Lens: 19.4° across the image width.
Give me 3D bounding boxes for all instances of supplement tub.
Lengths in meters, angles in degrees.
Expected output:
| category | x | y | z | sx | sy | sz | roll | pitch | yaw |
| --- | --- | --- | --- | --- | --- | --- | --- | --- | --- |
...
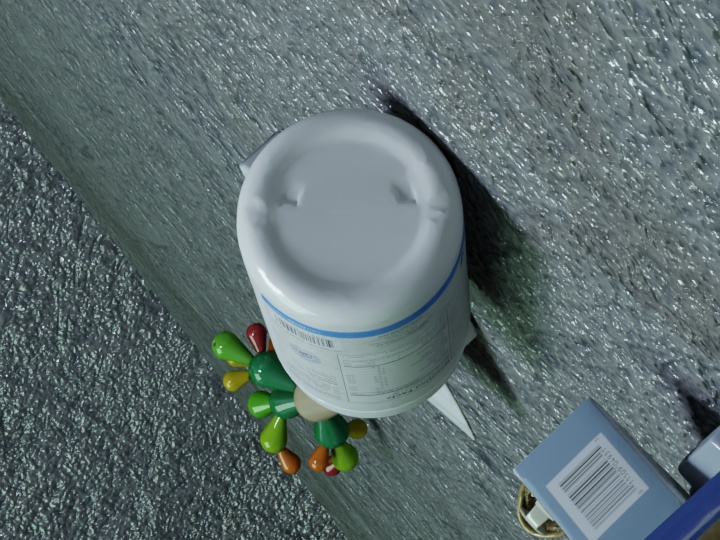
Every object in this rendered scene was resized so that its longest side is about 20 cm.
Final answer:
| category | x | y | z | sx | sy | sz | roll | pitch | yaw |
| --- | --- | --- | --- | --- | --- | --- | --- | --- | --- |
| supplement tub | 0.000 | 0.000 | 1.253 | 0.132 | 0.132 | 0.200 | 46 | 170 | 17 |

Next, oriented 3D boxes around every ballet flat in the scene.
| category | x | y | z | sx | sy | sz | roll | pitch | yaw |
| --- | --- | --- | --- | --- | --- | --- | --- | --- | --- |
| ballet flat | 0.138 | 0.145 | 1.372 | 0.069 | 0.063 | 0.200 | 47 | 169 | 10 |

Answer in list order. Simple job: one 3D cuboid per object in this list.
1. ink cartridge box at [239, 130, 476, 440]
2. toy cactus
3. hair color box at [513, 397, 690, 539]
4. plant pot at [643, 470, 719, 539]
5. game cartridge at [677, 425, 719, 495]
| category | x | y | z | sx | sy | sz | roll | pitch | yaw |
| --- | --- | --- | --- | --- | --- | --- | --- | --- | --- |
| ink cartridge box | 0.011 | 0.010 | 1.492 | 0.200 | 0.043 | 0.174 | 39 | 166 | 45 |
| toy cactus | -0.054 | 0.125 | 2.084 | 0.201 | 0.102 | 0.165 | 55 | 150 | -14 |
| hair color box | 0.174 | 0.161 | 1.140 | 0.200 | 0.061 | 0.099 | 42 | -174 | -42 |
| plant pot | 0.197 | 0.155 | 0.799 | 0.200 | 0.200 | 0.180 | 45 | 162 | 25 |
| game cartridge | 0.242 | 0.155 | 1.040 | 0.200 | 0.040 | 0.133 | 48 | 173 | 9 |
